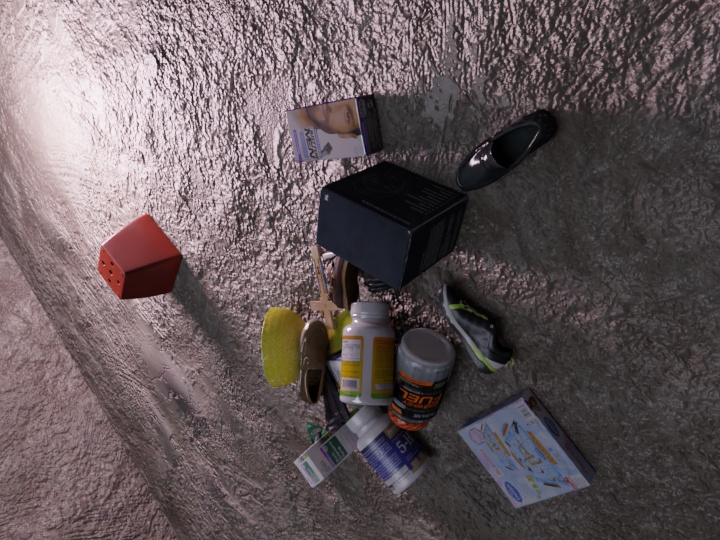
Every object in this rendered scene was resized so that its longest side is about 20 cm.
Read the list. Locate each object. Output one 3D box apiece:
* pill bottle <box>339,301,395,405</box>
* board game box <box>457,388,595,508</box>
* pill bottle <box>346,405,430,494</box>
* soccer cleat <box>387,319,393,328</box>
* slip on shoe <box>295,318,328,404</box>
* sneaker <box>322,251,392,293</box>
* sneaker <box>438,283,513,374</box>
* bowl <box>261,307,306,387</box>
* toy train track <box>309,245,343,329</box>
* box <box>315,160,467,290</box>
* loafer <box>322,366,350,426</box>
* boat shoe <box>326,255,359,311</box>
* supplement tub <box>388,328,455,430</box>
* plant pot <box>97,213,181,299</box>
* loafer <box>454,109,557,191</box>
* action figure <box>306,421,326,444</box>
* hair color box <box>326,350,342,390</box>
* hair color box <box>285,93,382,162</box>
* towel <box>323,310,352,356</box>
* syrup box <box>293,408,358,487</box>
[{"bbox_3d":[0.016,0.170,1.101,0.110,0.110,0.203,-5,78,42],"label":"pill bottle"},{"bbox_3d":[0.327,0.364,1.074,0.201,0.041,0.200,53,134,8],"label":"board game box"},{"bbox_3d":[0.061,0.415,1.276,0.200,0.119,0.120,48,133,12],"label":"pill bottle"},{"bbox_3d":[0.036,0.171,1.219,0.077,0.069,0.203,13,121,41],"label":"soccer cleat"},{"bbox_3d":[-0.111,0.219,1.271,0.060,0.075,0.203,19,98,58],"label":"slip on shoe"},{"bbox_3d":[0.000,0.000,1.160,0.198,0.070,0.101,2,107,36],"label":"sneaker"},{"bbox_3d":[0.228,0.103,1.032,0.082,0.072,0.201,-33,88,21],"label":"sneaker"},{"bbox_3d":[-0.167,0.192,1.345,0.106,0.201,0.203,-3,112,10],"label":"bowl"},{"bbox_3d":[-0.082,0.039,1.280,0.114,0.032,0.203,-4,100,45],"label":"toy train track"},{"bbox_3d":[0.056,-0.092,0.979,0.199,0.196,0.125,29,127,27],"label":"box"},{"bbox_3d":[-0.088,0.300,1.329,0.201,0.062,0.072,56,174,49],"label":"loafer"},{"bbox_3d":[-0.040,0.005,1.099,0.070,0.070,0.202,27,138,19],"label":"boat shoe"},{"bbox_3d":[0.123,0.235,1.133,0.122,0.122,0.202,28,127,27],"label":"supplement tub"},{"bbox_3d":[-0.718,-0.025,1.703,0.200,0.176,0.201,46,133,13],"label":"plant pot"},{"bbox_3d":[0.225,-0.191,0.871,0.200,0.070,0.069,-33,87,45],"label":"loafer"},{"bbox_3d":[-0.116,0.537,1.541,0.117,0.055,0.202,25,129,26],"label":"action figure"},{"bbox_3d":[-0.016,0.239,1.247,0.101,0.060,0.200,62,160,-1],"label":"hair color box"},{"bbox_3d":[-0.057,-0.284,1.078,0.198,0.065,0.111,3,112,38],"label":"hair color box"},{"bbox_3d":[-0.047,0.149,1.280,0.199,0.018,0.087,-33,56,47],"label":"towel"},{"bbox_3d":[-0.065,0.445,1.344,0.079,0.199,0.082,49,134,11],"label":"syrup box"}]
